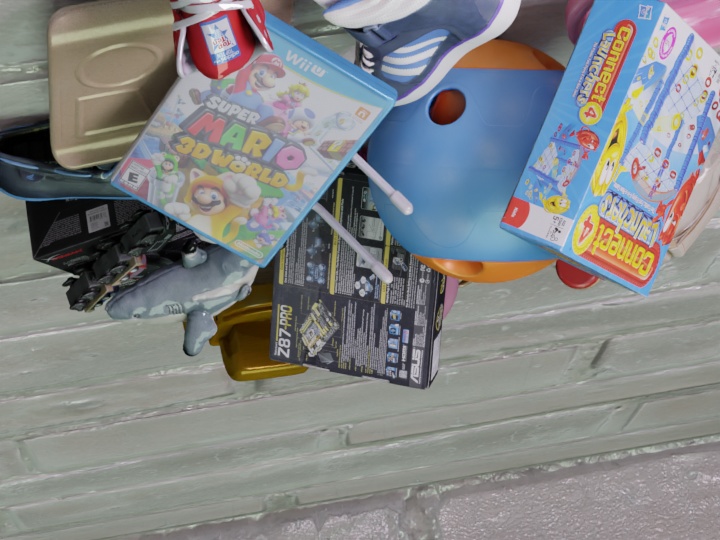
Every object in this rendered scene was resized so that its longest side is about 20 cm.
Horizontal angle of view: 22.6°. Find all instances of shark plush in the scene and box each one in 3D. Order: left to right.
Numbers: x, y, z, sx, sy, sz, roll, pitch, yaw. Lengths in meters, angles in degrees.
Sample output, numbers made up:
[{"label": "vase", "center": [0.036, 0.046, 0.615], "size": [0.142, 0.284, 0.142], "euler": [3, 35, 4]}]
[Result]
[{"label": "shark plush", "center": [-0.133, 0.001, 1.615], "size": [0.200, 0.091, 0.083], "euler": [-27, 140, 31]}]

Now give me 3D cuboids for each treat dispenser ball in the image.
[{"label": "treat dispenser ball", "center": [0.105, -0.091, 1.494], "size": [0.200, 0.202, 0.201], "euler": [-9, 163, -3]}]

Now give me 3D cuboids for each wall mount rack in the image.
[{"label": "wall mount rack", "center": [-0.047, -0.062, 1.473], "size": [0.173, 0.075, 0.200], "euler": [9, 152, -3]}]

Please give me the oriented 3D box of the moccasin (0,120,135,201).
[{"label": "moccasin", "center": [-0.211, -0.096, 1.495], "size": [0.199, 0.081, 0.068], "euler": [-13, 154, -1]}]

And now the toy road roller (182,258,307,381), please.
[{"label": "toy road roller", "center": [-0.115, 0.055, 1.932], "size": [0.122, 0.147, 0.200], "euler": [-5, 163, -15]}]

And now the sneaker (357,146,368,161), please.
[{"label": "sneaker", "center": [0.072, -0.078, 1.724], "size": [0.199, 0.082, 0.088], "euler": [-4, 166, -5]}]

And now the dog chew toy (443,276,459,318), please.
[{"label": "dog chew toy", "center": [0.024, -0.008, 1.801], "size": [0.124, 0.125, 0.200], "euler": [-7, -160, -11]}]

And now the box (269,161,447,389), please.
[{"label": "box", "center": [0.000, 0.000, 1.671], "size": [0.160, 0.201, 0.049], "euler": [9, -159, 13]}]

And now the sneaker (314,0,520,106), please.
[{"label": "sneaker", "center": [0.009, -0.191, 1.337], "size": [0.146, 0.081, 0.200], "euler": [11, 158, -32]}]

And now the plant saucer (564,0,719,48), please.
[{"label": "plant saucer", "center": [0.254, -0.226, 1.402], "size": [0.199, 0.051, 0.201], "euler": [-9, 163, -3]}]

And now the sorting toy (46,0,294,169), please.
[{"label": "sorting toy", "center": [-0.149, -0.156, 1.384], "size": [0.184, 0.037, 0.200], "euler": [-12, 155, -14]}]

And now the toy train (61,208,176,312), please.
[{"label": "toy train", "center": [-0.214, -0.009, 1.605], "size": [0.046, 0.034, 0.200], "euler": [-13, 166, -36]}]

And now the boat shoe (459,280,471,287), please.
[{"label": "boat shoe", "center": [0.176, -0.030, 1.968], "size": [0.199, 0.068, 0.072], "euler": [-16, 161, 16]}]

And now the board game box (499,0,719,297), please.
[{"label": "board game box", "center": [0.205, -0.094, 1.391], "size": [0.056, 0.197, 0.200], "euler": [23, -178, 30]}]

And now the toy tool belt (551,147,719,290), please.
[{"label": "toy tool belt", "center": [0.276, -0.053, 1.810], "size": [0.200, 0.125, 0.123], "euler": [-47, 168, 1]}]

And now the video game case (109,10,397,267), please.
[{"label": "video game case", "center": [-0.084, -0.100, 1.369], "size": [0.143, 0.018, 0.200], "euler": [29, 127, -15]}]

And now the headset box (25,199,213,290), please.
[{"label": "headset box", "center": [-0.194, -0.043, 1.685], "size": [0.148, 0.078, 0.200], "euler": [-17, 163, 22]}]

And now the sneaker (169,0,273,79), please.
[{"label": "sneaker", "center": [-0.109, -0.195, 1.172], "size": [0.071, 0.113, 0.200], "euler": [-14, 163, 12]}]
